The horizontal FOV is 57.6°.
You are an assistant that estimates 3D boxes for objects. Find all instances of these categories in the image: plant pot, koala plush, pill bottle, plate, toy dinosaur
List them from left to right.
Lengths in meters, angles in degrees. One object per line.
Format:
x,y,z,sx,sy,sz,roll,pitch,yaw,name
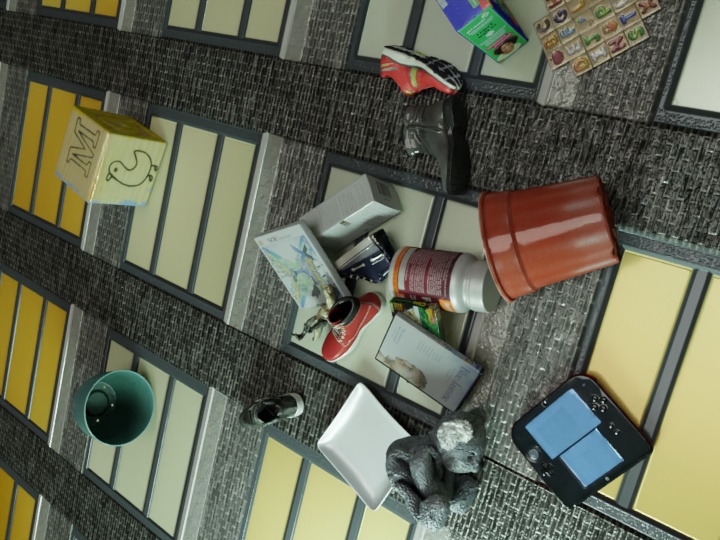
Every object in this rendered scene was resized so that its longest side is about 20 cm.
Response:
-0.702,0.374,1.821,0.160,0.200,0.203,-4,88,44,plant pot
-0.099,0.116,1.415,0.047,0.088,0.201,44,138,17,toy dinosaur
0.020,0.378,1.413,0.199,0.032,0.201,43,113,25,plate
0.163,0.019,1.261,0.199,0.114,0.115,9,95,35,pill bottle
0.160,0.341,1.230,0.184,0.177,0.201,44,111,25,koala plush
0.326,-0.063,1.113,0.194,0.200,0.203,-14,83,25,plant pot

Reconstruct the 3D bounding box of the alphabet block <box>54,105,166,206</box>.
-0.687,-0.311,1.798,0.196,0.195,0.201,34,110,27,alphabet block

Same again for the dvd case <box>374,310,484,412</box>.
0.130,0.182,1.280,0.199,0.018,0.143,33,133,13,dvd case

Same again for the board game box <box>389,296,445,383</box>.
0.121,0.148,1.292,0.104,0.023,0.201,5,122,33,board game box

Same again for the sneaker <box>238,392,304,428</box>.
-0.231,0.336,1.550,0.199,0.090,0.067,-21,78,33,sneaker

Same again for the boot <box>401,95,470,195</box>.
0.146,-0.241,1.308,0.131,0.070,0.202,-5,80,41,boot

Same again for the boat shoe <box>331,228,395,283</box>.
0.000,0.000,1.402,0.200,0.075,0.093,-37,87,40,boat shoe

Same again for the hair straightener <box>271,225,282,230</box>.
-0.143,-0.051,1.523,0.200,0.041,0.077,35,109,34,hair straightener

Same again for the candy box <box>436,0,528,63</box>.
0.201,-0.482,1.176,0.077,0.199,0.170,-36,71,29,candy box

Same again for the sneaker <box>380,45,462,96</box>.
0.121,-0.390,1.324,0.199,0.077,0.085,35,129,30,sneaker

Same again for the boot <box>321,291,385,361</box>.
-0.049,0.124,1.391,0.073,0.144,0.200,49,117,22,boot

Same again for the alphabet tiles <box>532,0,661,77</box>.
0.410,-0.446,1.150,0.199,0.006,0.168,-25,77,32,alphabet tiles

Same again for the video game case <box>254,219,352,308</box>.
-0.128,-0.008,1.431,0.182,0.022,0.201,-11,117,50,video game case

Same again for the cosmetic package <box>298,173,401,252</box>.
-0.025,-0.117,1.392,0.199,0.101,0.075,-32,62,31,cosmetic package

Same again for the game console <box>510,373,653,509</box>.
0.384,0.300,1.163,0.200,0.031,0.177,-48,65,26,game console
